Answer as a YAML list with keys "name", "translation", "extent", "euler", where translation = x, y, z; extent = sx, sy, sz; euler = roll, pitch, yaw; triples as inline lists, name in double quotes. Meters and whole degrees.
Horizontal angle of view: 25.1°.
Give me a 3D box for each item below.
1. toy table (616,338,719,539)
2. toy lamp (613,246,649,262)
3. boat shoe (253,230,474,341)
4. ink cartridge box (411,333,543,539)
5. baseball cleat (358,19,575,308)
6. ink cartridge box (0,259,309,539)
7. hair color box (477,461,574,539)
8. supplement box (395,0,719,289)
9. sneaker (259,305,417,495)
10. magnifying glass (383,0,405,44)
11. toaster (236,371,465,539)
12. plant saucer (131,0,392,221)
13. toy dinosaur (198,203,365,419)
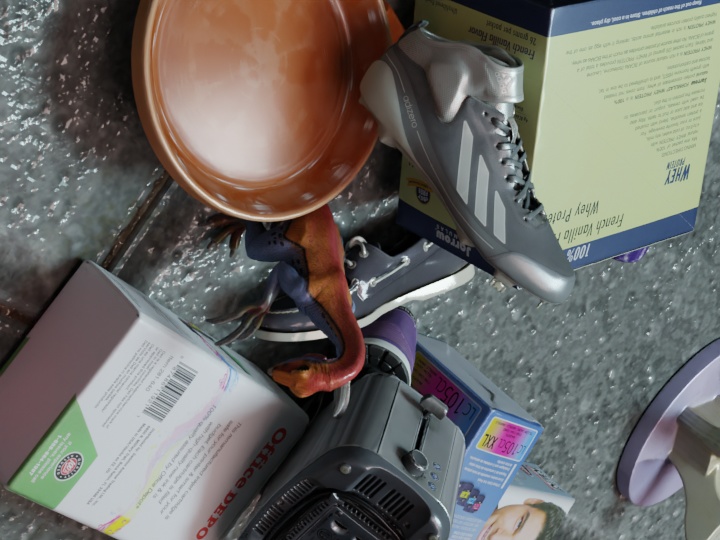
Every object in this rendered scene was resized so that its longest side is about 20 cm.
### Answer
- name: "toy table"
  translation: [0.355, 0.172, 1.580]
  extent: [0.183, 0.117, 0.201]
  euler: [24, 102, -46]
- name: "toy lamp"
  translation: [0.236, -0.101, 1.338]
  extent: [0.058, 0.058, 0.202]
  euler: [-16, 127, -32]
- name: "boat shoe"
  translation: [0.000, 0.000, 1.212]
  extent: [0.199, 0.072, 0.063]
  euler: [-20, 110, -32]
- name: "ink cartridge box"
  translation: [0.038, 0.168, 1.295]
  extent: [0.076, 0.136, 0.201]
  euler: [20, 104, -42]
- name: "baseball cleat"
  translation: [0.086, -0.074, 1.046]
  extent: [0.106, 0.200, 0.070]
  euler: [-43, 179, 25]
- name: "ink cartridge box"
  translation: [-0.152, 0.106, 1.132]
  extent: [0.145, 0.084, 0.200]
  euler: [-52, 137, 1]
- name: "hair color box"
  translation: [0.092, 0.215, 1.428]
  extent: [0.199, 0.061, 0.100]
  euler: [18, 105, -46]
- name: "supplement box"
  translation: [0.147, -0.122, 1.171]
  extent: [0.199, 0.134, 0.202]
  euler: [-16, 122, -37]
- name: "sneaker"
  translation: [-0.010, 0.111, 1.263]
  extent: [0.201, 0.075, 0.088]
  euler: [-54, -174, 34]
- name: "magnifying glass"
  translation: [0.051, -0.124, 1.196]
  extent: [0.080, 0.022, 0.200]
  euler: [-45, 139, -7]
- name: "toaster"
  translation: [-0.008, 0.169, 1.165]
  extent: [0.113, 0.129, 0.200]
  euler: [38, 124, -7]
- name: "plant saucer"
  translation: [-0.063, -0.134, 1.044]
  extent: [0.199, 0.032, 0.203]
  euler: [-7, 101, -39]
- name: "toy dinosaur"
  translation: [-0.042, 0.001, 1.077]
  extent: [0.104, 0.181, 0.202]
  euler: [2, 109, -29]
